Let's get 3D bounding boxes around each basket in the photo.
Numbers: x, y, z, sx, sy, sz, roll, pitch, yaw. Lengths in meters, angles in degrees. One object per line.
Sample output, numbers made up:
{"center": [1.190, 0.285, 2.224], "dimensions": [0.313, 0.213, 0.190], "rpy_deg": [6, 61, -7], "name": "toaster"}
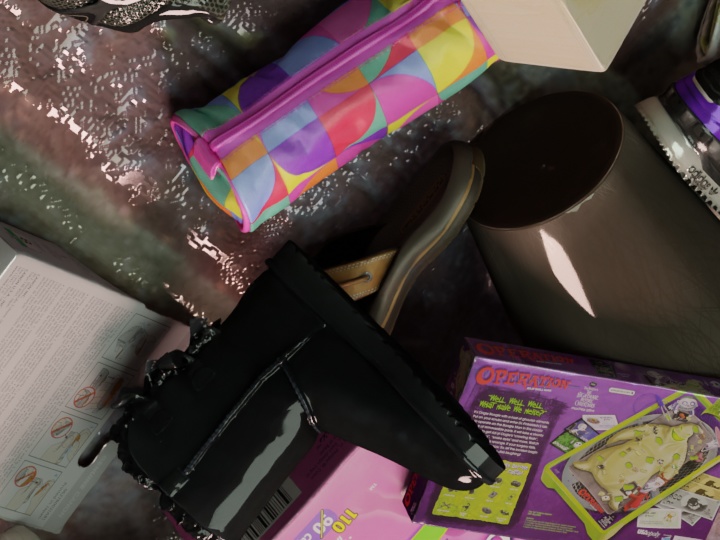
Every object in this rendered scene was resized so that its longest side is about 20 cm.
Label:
{"center": [0.152, -0.003, 1.642], "dimensions": [0.180, 0.136, 0.200], "rpy_deg": [-48, 129, -14], "name": "basket"}

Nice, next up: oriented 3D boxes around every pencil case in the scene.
{"center": [-0.010, -0.107, 1.503], "dimensions": [0.200, 0.088, 0.088], "rpy_deg": [-37, 132, -7], "name": "pencil case"}

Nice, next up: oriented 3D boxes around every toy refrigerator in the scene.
{"center": [0.137, -0.212, 1.479], "dimensions": [0.200, 0.076, 0.070], "rpy_deg": [-59, 136, -22], "name": "toy refrigerator"}

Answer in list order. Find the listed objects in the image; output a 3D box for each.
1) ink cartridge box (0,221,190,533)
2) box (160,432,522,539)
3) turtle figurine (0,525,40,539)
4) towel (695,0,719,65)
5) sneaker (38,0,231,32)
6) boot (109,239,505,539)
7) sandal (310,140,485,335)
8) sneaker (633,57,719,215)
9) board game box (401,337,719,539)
{"center": [-0.199, 0.064, 1.533], "dimensions": [0.161, 0.050, 0.200], "rpy_deg": [-53, 150, 7], "name": "ink cartridge box"}
{"center": [0.009, 0.155, 1.674], "dimensions": [0.176, 0.097, 0.200], "rpy_deg": [-47, 133, 2], "name": "box"}
{"center": [-0.248, 0.220, 1.499], "dimensions": [0.194, 0.200, 0.144], "rpy_deg": [-7, 99, -52], "name": "turtle figurine"}
{"center": [0.315, -0.200, 1.674], "dimensions": [0.199, 0.048, 0.172], "rpy_deg": [-2, 123, -31], "name": "towel"}
{"center": [-0.089, -0.205, 1.395], "dimensions": [0.200, 0.076, 0.114], "rpy_deg": [-48, 135, 11], "name": "sneaker"}
{"center": [-0.037, 0.098, 1.530], "dimensions": [0.162, 0.198, 0.073], "rpy_deg": [-46, 172, 4], "name": "boot"}
{"center": [0.000, 0.000, 1.585], "dimensions": [0.055, 0.082, 0.200], "rpy_deg": [32, 101, -24], "name": "sandal"}
{"center": [0.255, -0.078, 1.659], "dimensions": [0.099, 0.070, 0.200], "rpy_deg": [-39, 148, 11], "name": "sneaker"}
{"center": [0.136, 0.111, 1.612], "dimensions": [0.199, 0.032, 0.120], "rpy_deg": [11, 119, -22], "name": "board game box"}
